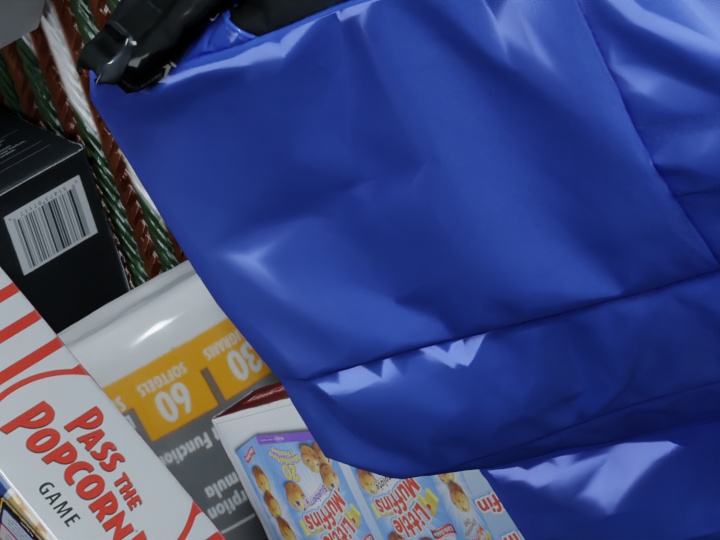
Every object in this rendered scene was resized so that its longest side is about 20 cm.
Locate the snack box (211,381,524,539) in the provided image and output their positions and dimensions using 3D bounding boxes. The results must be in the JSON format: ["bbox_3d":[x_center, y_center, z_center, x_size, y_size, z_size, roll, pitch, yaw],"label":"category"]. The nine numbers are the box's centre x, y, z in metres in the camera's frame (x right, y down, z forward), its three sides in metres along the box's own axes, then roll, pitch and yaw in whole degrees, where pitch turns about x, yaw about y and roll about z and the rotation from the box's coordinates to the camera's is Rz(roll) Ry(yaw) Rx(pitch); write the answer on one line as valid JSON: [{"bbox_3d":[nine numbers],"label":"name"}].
[{"bbox_3d":[0.042,0.051,0.716,0.199,0.024,0.072,-17,102,46],"label":"snack box"}]

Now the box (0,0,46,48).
[{"bbox_3d":[-0.196,-0.169,0.915,0.200,0.097,0.124,54,153,10],"label":"box"}]

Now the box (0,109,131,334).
[{"bbox_3d":[-0.212,0.011,1.019,0.141,0.199,0.079,27,141,47],"label":"box"}]

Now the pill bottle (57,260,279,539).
[{"bbox_3d":[-0.031,0.098,0.891,0.201,0.116,0.116,61,154,-6],"label":"pill bottle"}]

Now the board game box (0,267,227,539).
[{"bbox_3d":[-0.105,0.110,0.848,0.152,0.046,0.200,49,148,14],"label":"board game box"}]

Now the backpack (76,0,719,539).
[{"bbox_3d":[0.089,-0.048,0.452,0.199,0.163,0.168,-19,122,32],"label":"backpack"}]
